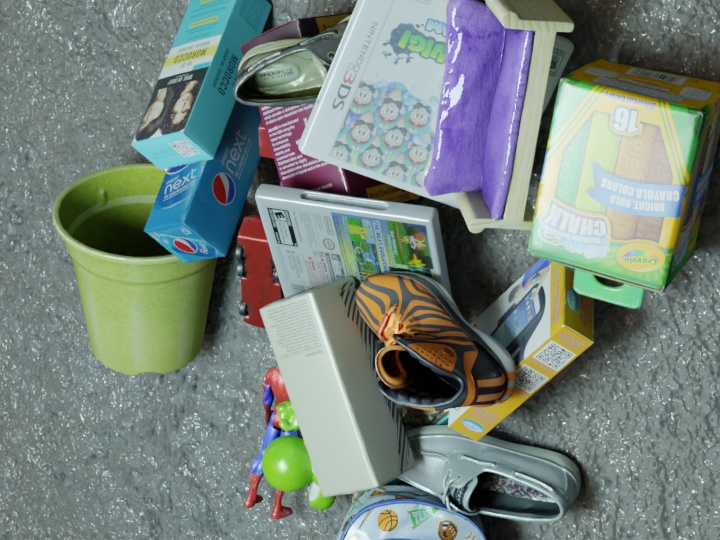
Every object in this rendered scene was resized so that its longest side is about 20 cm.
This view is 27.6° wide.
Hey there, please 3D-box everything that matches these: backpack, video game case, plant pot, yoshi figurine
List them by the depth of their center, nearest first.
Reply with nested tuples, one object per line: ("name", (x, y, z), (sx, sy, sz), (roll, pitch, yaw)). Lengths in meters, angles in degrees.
("video game case", (0.068, -0.158, 1.329), (0.024, 0.199, 0.183), (-108, 39, -63))
("video game case", (0.000, 0.000, 1.449), (0.181, 0.022, 0.201), (9, 141, 19))
("backpack", (0.047, 0.317, 1.479), (0.198, 0.154, 0.192), (7, 89, -4))
("yoshi figurine", (-0.051, 0.164, 1.562), (0.111, 0.112, 0.201), (21, 114, 23))
("plant pot", (-0.241, 0.009, 1.653), (0.200, 0.200, 0.185), (27, 130, 31))

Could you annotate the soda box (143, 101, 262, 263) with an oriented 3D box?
("soda box", (-0.153, -0.112, 1.535), (0.064, 0.068, 0.201), (-9, 54, 40))

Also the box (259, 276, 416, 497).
("box", (-0.022, 0.115, 1.442), (0.082, 0.068, 0.201), (-16, 93, 42))

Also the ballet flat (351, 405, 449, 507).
("ballet flat", (0.048, 0.175, 1.536), (0.200, 0.068, 0.076), (-52, 48, 30))

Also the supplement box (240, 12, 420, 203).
("supplement box", (-0.029, -0.149, 1.470), (0.085, 0.110, 0.201), (-15, 93, 41))

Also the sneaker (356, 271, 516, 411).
("sneaker", (0.042, 0.060, 1.340), (0.200, 0.112, 0.078), (33, 116, 40))

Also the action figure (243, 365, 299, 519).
("action figure", (-0.086, 0.175, 1.648), (0.065, 0.052, 0.201), (20, 110, 28))

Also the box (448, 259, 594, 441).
("box", (0.143, 0.072, 1.388), (0.041, 0.119, 0.200), (31, 129, -19))

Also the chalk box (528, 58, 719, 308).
("chalk box", (0.225, -0.063, 1.252), (0.124, 0.124, 0.201), (15, 111, 20))

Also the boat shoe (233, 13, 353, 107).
("boat shoe", (-0.026, -0.188, 1.353), (0.200, 0.066, 0.072), (-11, 122, 20))

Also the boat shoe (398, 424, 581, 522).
("boat shoe", (0.114, 0.204, 1.441), (0.199, 0.072, 0.070), (7, 118, 19))

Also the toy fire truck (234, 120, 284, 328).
("toy fire truck", (-0.091, -0.050, 1.554), (0.048, 0.142, 0.201), (10, 140, 8))

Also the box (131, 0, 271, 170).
("box", (-0.164, -0.204, 1.526), (0.082, 0.049, 0.201), (-8, 54, 40))

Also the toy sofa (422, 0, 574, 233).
("toy sofa", (0.117, -0.139, 1.286), (0.083, 0.097, 0.201), (-107, 22, -64))
